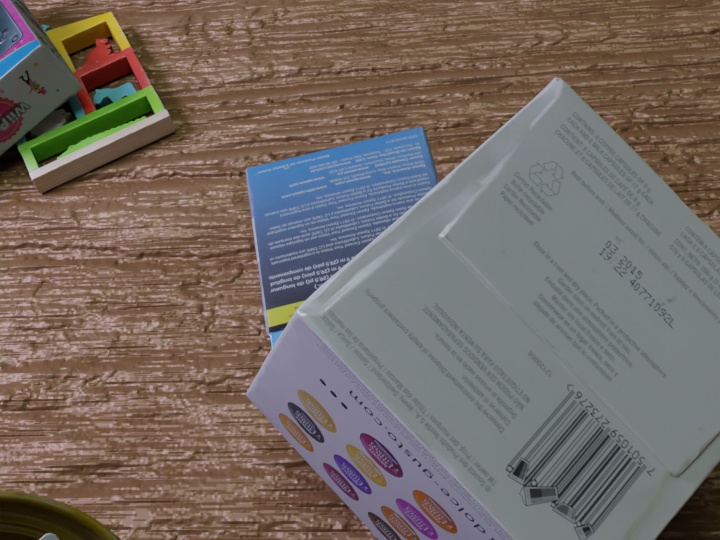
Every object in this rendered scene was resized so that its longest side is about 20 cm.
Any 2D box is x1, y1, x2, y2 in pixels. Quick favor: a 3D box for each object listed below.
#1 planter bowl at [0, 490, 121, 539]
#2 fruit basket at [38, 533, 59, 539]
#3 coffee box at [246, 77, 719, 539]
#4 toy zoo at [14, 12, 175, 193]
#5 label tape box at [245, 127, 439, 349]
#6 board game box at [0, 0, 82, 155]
[{"bbox_3d":[-0.215,0.222,0.680,0.199,0.202,0.083,-33,9,-16],"label":"planter bowl"},{"bbox_3d":[-0.177,0.268,0.603,0.185,0.094,0.201,-38,99,-18],"label":"fruit basket"},{"bbox_3d":[0.082,0.057,0.666,0.200,0.198,0.200,46,68,3],"label":"coffee box"},{"bbox_3d":[-0.260,-0.165,1.063,0.130,0.021,0.201,-25,52,-9],"label":"toy zoo"},{"bbox_3d":[0.000,0.000,0.856,0.141,0.066,0.202,-13,53,1],"label":"label tape box"},{"bbox_3d":[-0.352,-0.183,1.047,0.147,0.064,0.200,-40,53,-1],"label":"board game box"}]
